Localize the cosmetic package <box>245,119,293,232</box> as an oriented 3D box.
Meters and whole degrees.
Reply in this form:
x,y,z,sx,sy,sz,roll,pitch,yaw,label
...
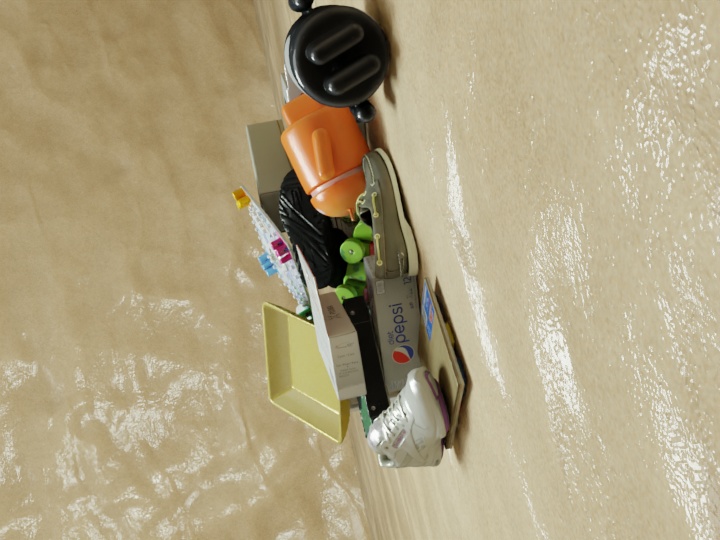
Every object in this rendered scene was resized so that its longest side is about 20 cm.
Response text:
x,y,z,sx,sy,sz,roll,pitch,yaw,label
-0.156,-0.172,1.610,0.104,0.073,0.200,85,171,-48,cosmetic package

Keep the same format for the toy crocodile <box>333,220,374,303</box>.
x,y,z,sx,sy,sz,roll,pitch,yaw,label
0.000,0.000,1.406,0.068,0.062,0.201,-50,-27,-61,toy crocodile

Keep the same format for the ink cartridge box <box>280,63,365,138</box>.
x,y,z,sx,sy,sz,roll,pitch,yaw,label
-0.058,-0.254,1.393,0.068,0.116,0.200,-113,13,-53,ink cartridge box

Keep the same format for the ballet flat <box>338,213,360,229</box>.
x,y,z,sx,sy,sz,roll,pitch,yaw,label
-0.001,-0.100,1.467,0.075,0.068,0.200,57,-176,-14,ballet flat

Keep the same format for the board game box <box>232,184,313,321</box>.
x,y,z,sx,sy,sz,roll,pitch,yaw,label
-0.147,-0.022,1.529,0.200,0.026,0.200,50,163,43,board game box

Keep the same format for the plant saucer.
x,y,z,sx,sy,sz,roll,pitch,yaw,label
-0.083,0.162,1.485,0.200,0.048,0.201,21,121,44,plant saucer

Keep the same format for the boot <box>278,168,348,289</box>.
x,y,z,sx,sy,sz,roll,pitch,yaw,label
-0.068,-0.065,1.454,0.168,0.076,0.201,-10,-91,-80,boot

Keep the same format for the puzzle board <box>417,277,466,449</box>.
x,y,z,sx,sy,sz,roll,pitch,yaw,label
0.102,0.122,1.128,0.200,0.017,0.151,90,168,-57,puzzle board

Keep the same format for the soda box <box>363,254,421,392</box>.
x,y,z,sx,sy,sz,roll,pitch,yaw,label
0.050,0.074,1.276,0.068,0.063,0.200,-111,12,-58,soda box

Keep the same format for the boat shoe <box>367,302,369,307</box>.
x,y,z,sx,sy,sz,roll,pitch,yaw,label
0.027,0.075,1.510,0.062,0.073,0.201,136,121,-64,boat shoe

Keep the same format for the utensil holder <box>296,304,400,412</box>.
x,y,z,sx,sy,sz,roll,pitch,yaw,label
-0.025,0.151,1.609,0.170,0.169,0.201,104,155,-75,utensil holder

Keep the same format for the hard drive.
x,y,z,sx,sy,sz,roll,pitch,yaw,label
0.008,0.146,1.316,0.140,0.038,0.201,108,151,-77,hard drive

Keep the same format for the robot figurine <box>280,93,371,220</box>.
x,y,z,sx,sy,sz,roll,pitch,yaw,label
-0.044,-0.166,1.311,0.200,0.116,0.144,64,154,0,robot figurine

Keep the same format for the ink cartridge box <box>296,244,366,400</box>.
x,y,z,sx,sy,sz,roll,pitch,yaw,label
-0.042,0.063,1.247,0.200,0.045,0.177,-126,24,-72,ink cartridge box

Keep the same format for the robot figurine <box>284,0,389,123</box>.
x,y,z,sx,sy,sz,roll,pitch,yaw,label
-0.034,-0.270,1.117,0.200,0.124,0.151,-121,39,-70,robot figurine

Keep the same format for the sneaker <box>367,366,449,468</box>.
x,y,z,sx,sy,sz,roll,pitch,yaw,label
0.059,0.199,1.126,0.200,0.099,0.075,88,171,-48,sneaker

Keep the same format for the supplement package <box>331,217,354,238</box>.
x,y,z,sx,sy,sz,roll,pitch,yaw,label
-0.048,-0.077,1.649,0.156,0.111,0.201,145,114,-83,supplement package

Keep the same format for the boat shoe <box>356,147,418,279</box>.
x,y,z,sx,sy,sz,roll,pitch,yaw,label
0.027,-0.080,1.212,0.072,0.060,0.202,90,167,-63,boat shoe
